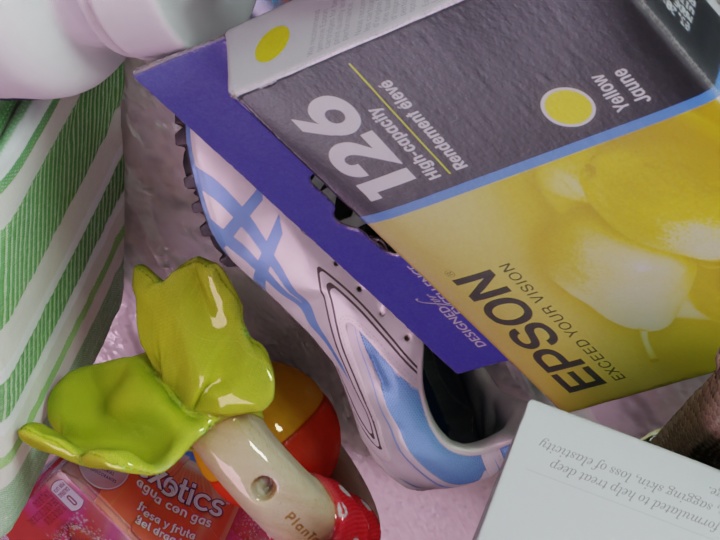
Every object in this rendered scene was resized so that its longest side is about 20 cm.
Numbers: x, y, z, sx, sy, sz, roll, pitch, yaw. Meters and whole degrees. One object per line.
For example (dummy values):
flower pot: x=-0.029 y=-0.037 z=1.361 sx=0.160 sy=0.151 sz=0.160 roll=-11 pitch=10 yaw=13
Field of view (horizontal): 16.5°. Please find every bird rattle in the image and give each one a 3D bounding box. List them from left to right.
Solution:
bird rattle: x=-0.032 y=0.077 z=1.038 sx=0.200 sy=0.163 sz=0.113 roll=39 pitch=103 yaw=-9

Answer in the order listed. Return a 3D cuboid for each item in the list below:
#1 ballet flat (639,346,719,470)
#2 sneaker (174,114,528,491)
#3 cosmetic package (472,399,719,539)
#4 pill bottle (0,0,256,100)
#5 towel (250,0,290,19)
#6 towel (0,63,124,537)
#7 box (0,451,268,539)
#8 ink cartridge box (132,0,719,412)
ballet flat: x=0.127 y=0.055 z=0.873 sx=0.200 sy=0.067 sz=0.047 roll=118 pitch=129 yaw=-74
sneaker: x=0.000 y=0.000 z=0.984 sx=0.072 sy=0.072 sz=0.200 roll=-25 pitch=109 yaw=34
cosmetic package: x=0.088 y=0.127 z=0.884 sx=0.112 sy=0.081 sz=0.200 roll=21 pitch=159 yaw=4
pill bottle: x=-0.141 y=-0.121 z=0.899 sx=0.199 sy=0.120 sz=0.120 roll=2 pitch=129 yaw=26
towel: x=-0.004 y=-0.143 z=0.879 sx=0.147 sy=0.022 sz=0.200 roll=40 pitch=143 yaw=2
towel: x=-0.130 y=-0.011 z=1.021 sx=0.023 sy=0.153 sz=0.201 roll=13 pitch=136 yaw=8
box: x=-0.117 y=0.128 z=1.185 sx=0.095 sy=0.100 sz=0.200 roll=45 pitch=143 yaw=-3
ink cartridge box: x=0.053 y=-0.027 z=0.842 sx=0.199 sy=0.047 sz=0.198 roll=-21 pitch=132 yaw=34
